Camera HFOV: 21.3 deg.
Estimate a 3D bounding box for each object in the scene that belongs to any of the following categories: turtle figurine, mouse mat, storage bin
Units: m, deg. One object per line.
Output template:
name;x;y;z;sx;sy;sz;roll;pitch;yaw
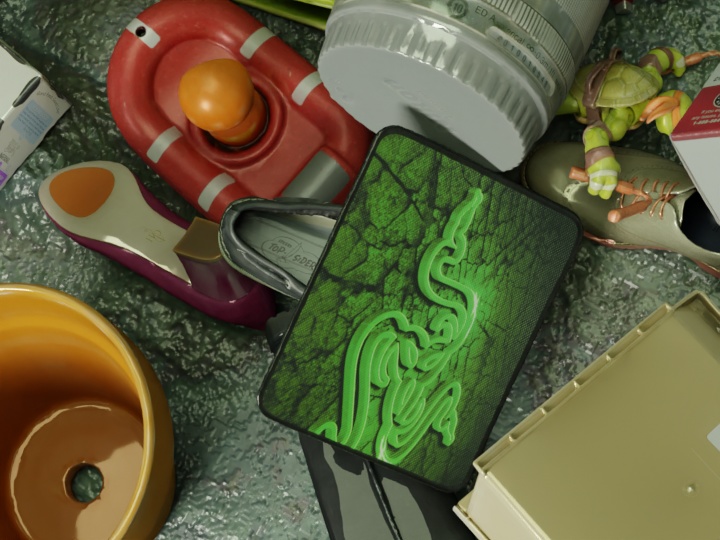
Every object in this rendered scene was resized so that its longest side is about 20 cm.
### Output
turtle figurine;0.153;-0.110;1.269;0.160;0.065;0.200;11;44;27
mouse mat;0.040;0.027;1.208;0.160;0.008;0.202;24;94;-21
storage bin;0.199;0.149;1.196;0.198;0.094;0.200;-37;72;-16

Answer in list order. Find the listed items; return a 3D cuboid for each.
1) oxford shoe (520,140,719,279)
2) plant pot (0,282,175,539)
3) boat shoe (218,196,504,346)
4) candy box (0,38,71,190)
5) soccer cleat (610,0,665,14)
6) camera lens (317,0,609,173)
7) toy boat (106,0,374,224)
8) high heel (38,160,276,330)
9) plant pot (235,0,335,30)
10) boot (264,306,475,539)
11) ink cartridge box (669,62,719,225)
oxford shoe;0.200;-0.048;1.273;0.198;0.074;0.071;18;80;15
plant pot;-0.204;0.127;1.251;0.198;0.183;0.202;-3;76;11
boat shoe;0.001;-0.002;1.230;0.198;0.066;0.075;25;80;5
candy box;-0.340;-0.104;1.393;0.167;0.072;0.200;39;87;17
soccer cleat;0.136;-0.224;1.335;0.198;0.069;0.086;-4;80;15
camera lens;0.078;-0.185;1.210;0.159;0.160;0.201;21;72;15
toy boat;-0.091;-0.111;1.315;0.200;0.131;0.131;40;86;17
high heel;-0.144;-0.015;1.355;0.199;0.096;0.068;16;60;33
plant pot;-0.052;-0.281;1.324;0.197;0.182;0.202;19;80;14
boot;0.039;0.105;1.271;0.163;0.066;0.202;-21;73;6
ink cartridge box;0.308;-0.125;1.199;0.145;0.083;0.200;-4;41;49
